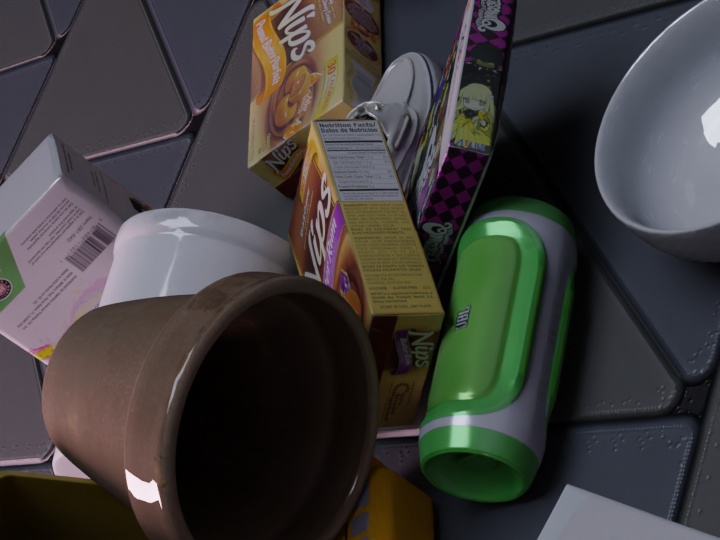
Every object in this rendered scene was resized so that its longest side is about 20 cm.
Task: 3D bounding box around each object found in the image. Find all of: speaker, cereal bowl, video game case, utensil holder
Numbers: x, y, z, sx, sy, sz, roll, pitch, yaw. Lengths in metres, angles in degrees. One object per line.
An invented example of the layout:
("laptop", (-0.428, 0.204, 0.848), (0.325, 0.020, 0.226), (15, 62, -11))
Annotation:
("speaker", (0.094, 0.051, 1.321), (0.088, 0.088, 0.200), (-19, 46, 41))
("cereal bowl", (0.252, -0.087, 1.255), (0.200, 0.083, 0.200), (-31, 39, 30))
("video game case", (0.065, -0.085, 1.422), (0.200, 0.036, 0.182), (109, 174, -50))
("utensil holder", (-0.133, 0.081, 1.500), (0.170, 0.170, 0.200), (-13, 53, 45))

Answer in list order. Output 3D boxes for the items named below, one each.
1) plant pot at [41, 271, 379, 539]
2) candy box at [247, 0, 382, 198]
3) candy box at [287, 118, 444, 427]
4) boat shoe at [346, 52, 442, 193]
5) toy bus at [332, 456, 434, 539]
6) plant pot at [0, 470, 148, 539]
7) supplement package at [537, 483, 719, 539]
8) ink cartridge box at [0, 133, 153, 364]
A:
("plant pot", (-0.114, 0.090, 1.287), (0.174, 0.200, 0.201), (12, 69, 40))
("candy box", (-0.039, -0.173, 1.719), (0.115, 0.055, 0.200), (-32, 38, 29))
("candy box", (0.000, 0.000, 1.392), (0.200, 0.056, 0.117), (-106, 22, -44))
("boat shoe", (0.015, -0.103, 1.578), (0.072, 0.066, 0.200), (-14, 49, 44))
("toy bus", (0.005, 0.203, 1.305), (0.078, 0.065, 0.200), (-31, 39, 29))
("plant pot", (-0.164, 0.276, 1.320), (0.200, 0.199, 0.177), (-102, 24, -50))
("supplement package", (0.178, 0.227, 0.992), (0.200, 0.151, 0.152), (15, 72, 55))
("ink cartridge box", (-0.229, 0.006, 1.657), (0.145, 0.200, 0.084), (-44, 31, 13))
